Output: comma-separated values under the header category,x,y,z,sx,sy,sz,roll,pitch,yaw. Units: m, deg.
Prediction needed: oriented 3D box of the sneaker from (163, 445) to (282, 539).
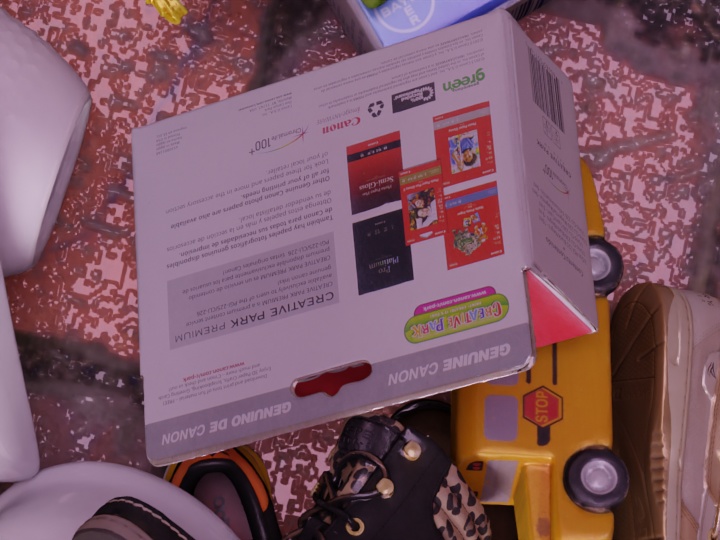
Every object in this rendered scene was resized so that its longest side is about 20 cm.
category,x,y,z,sx,sy,sz,roll,pitch,yaw
sneaker,-0.064,0.179,1.232,0.069,0.090,0.202,-7,85,-1

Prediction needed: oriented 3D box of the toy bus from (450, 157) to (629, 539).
category,x,y,z,sx,sy,sz,roll,pitch,yaw
toy bus,0.082,0.044,1.224,0.078,0.065,0.202,2,64,-2

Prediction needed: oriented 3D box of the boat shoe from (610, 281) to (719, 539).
category,x,y,z,sx,sy,sz,roll,pitch,yaw
boat shoe,0.157,0.108,1.250,0.069,0.074,0.202,4,91,-24

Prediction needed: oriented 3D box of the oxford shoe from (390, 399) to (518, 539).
category,x,y,z,sx,sy,sz,roll,pitch,yaw
oxford shoe,0.071,0.151,1.240,0.072,0.084,0.201,-29,84,-1

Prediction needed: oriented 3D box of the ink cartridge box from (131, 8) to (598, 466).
category,x,y,z,sx,sy,sz,roll,pitch,yaw
ink cartridge box,0.000,0.000,1.189,0.199,0.084,0.177,-15,62,23

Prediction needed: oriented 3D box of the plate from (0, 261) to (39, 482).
category,x,y,z,sx,sy,sz,roll,pitch,yaw
plate,-0.257,0.018,1.172,0.198,0.032,0.202,-2,116,9

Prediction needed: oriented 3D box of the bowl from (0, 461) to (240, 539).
category,x,y,z,sx,sy,sz,roll,pitch,yaw
bowl,-0.131,0.196,1.185,0.200,0.090,0.203,7,105,27

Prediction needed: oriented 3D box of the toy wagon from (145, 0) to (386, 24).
category,x,y,z,sx,sy,sz,roll,pitch,yaw
toy wagon,-0.028,-0.193,1.186,0.200,0.040,0.155,-43,86,-3

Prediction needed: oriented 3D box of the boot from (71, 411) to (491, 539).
category,x,y,z,sx,sy,sz,roll,pitch,yaw
boot,-0.027,0.125,1.131,0.200,0.073,0.151,47,57,-27

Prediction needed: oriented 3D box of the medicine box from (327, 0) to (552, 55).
category,x,y,z,sx,sy,sz,roll,pitch,yaw
medicine box,0.040,-0.218,1.260,0.181,0.103,0.201,-31,87,-3

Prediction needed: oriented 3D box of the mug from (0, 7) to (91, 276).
category,x,y,z,sx,sy,sz,roll,pitch,yaw
mug,-0.231,-0.046,1.223,0.174,0.148,0.202,18,86,-2
